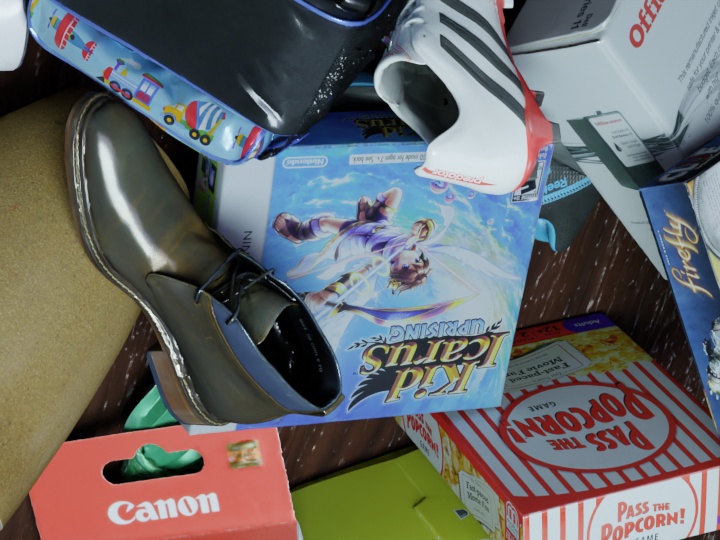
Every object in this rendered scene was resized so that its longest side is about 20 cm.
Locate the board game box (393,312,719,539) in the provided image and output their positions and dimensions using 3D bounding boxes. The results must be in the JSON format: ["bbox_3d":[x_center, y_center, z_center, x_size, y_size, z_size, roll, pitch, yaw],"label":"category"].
[{"bbox_3d":[0.124,0.100,1.278,0.151,0.200,0.046,-12,118,-18],"label":"board game box"}]

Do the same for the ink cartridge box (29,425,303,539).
[{"bbox_3d":[-0.110,0.195,1.248,0.162,0.057,0.201,-9,110,9],"label":"ink cartridge box"}]

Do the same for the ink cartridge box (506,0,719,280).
[{"bbox_3d":[0.186,-0.113,1.249,0.200,0.083,0.147,50,55,-30],"label":"ink cartridge box"}]

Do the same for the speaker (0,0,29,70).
[{"bbox_3d":[-0.274,-0.139,1.081,0.199,0.081,0.081,-4,113,-21],"label":"speaker"}]

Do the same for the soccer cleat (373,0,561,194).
[{"bbox_3d":[0.041,-0.124,1.158,0.085,0.200,0.069,0,143,-26],"label":"soccer cleat"}]

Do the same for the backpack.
[{"bbox_3d":[-0.056,-0.171,1.108,0.182,0.200,0.135,31,126,3],"label":"backpack"}]

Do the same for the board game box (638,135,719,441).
[{"bbox_3d":[0.235,0.020,1.201,0.135,0.035,0.201,-31,107,-42],"label":"board game box"}]

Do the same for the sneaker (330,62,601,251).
[{"bbox_3d":[0.064,-0.066,1.256,0.199,0.073,0.082,16,104,-27],"label":"sneaker"}]

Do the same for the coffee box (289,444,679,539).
[{"bbox_3d":[0.078,0.230,1.315,0.199,0.200,0.198,-18,118,-14],"label":"coffee box"}]

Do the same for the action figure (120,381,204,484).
[{"bbox_3d":[-0.076,0.055,1.261,0.118,0.055,0.200,37,100,-32],"label":"action figure"}]

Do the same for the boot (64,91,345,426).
[{"bbox_3d":[-0.075,-0.005,1.081,0.075,0.097,0.200,-51,130,-39],"label":"boot"}]

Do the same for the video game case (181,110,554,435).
[{"bbox_3d":[0.000,0.000,1.201,0.199,0.045,0.182,-4,122,-23],"label":"video game case"}]

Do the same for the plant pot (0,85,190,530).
[{"bbox_3d":[-0.189,0.003,1.135,0.200,0.186,0.187,-46,122,-18],"label":"plant pot"}]
